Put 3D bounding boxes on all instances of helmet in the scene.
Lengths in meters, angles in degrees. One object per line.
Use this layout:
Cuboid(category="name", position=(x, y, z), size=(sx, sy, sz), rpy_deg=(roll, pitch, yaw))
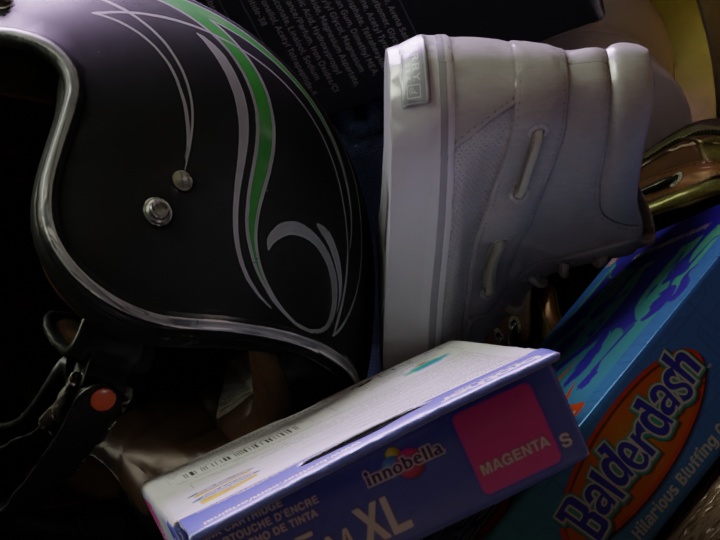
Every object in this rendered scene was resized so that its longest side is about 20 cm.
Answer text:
Cuboid(category="helmet", position=(-0.095, -0.011, 1.028), size=(0.200, 0.200, 0.191), rpy_deg=(-44, 49, 31))

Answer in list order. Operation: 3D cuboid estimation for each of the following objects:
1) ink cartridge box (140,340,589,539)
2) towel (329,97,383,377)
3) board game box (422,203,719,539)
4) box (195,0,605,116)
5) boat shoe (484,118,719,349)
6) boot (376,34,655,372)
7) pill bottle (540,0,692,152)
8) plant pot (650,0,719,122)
Cuboid(category="ink cartridge box", position=(-0.002, 0.062, 0.876), size=(0.119, 0.042, 0.200), rpy_deg=(-25, 0, -7))
Cuboid(category="towel", position=(0.000, 0.000, 1.201), size=(0.048, 0.200, 0.112), rpy_deg=(-10, 36, -6))
Cuboid(category="board game box", position=(0.068, 0.065, 0.954), size=(0.200, 0.045, 0.152), rpy_deg=(-50, 6, -17))
Cuboid(category="box", position=(-0.017, -0.146, 1.135), size=(0.200, 0.104, 0.148), rpy_deg=(-18, 40, 13))
Cuboid(category="boat shoe", position=(0.074, 0.018, 1.100), size=(0.200, 0.072, 0.068), rpy_deg=(-45, 5, 20))
Cuboid(category="boot", position=(0.054, -0.005, 0.996), size=(0.200, 0.095, 0.074), rpy_deg=(92, 176, -56))
Cuboid(category="pill bottle", position=(0.065, -0.091, 1.204), size=(0.111, 0.111, 0.200), rpy_deg=(-46, 30, 9))
Cuboid(category="plant pot", position=(0.171, -0.165, 1.210), size=(0.142, 0.200, 0.200), rpy_deg=(-22, 4, -5))
